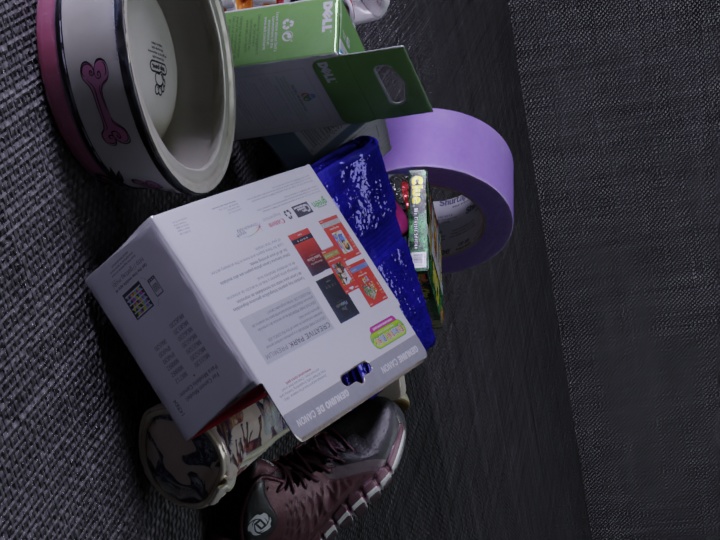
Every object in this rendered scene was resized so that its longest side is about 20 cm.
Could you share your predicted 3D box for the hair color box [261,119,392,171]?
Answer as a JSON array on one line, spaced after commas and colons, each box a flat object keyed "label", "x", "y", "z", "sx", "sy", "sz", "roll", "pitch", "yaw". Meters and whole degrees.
[{"label": "hair color box", "x": -0.028, "y": -0.121, "z": 1.250, "sx": 0.061, "sy": 0.099, "sz": 0.200, "roll": 50, "pitch": 0, "yaw": 7}]

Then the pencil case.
[{"label": "pencil case", "x": -0.089, "y": 0.108, "z": 1.007, "sx": 0.200, "sy": 0.089, "sz": 0.079, "roll": -35, "pitch": 150, "yaw": -63}]

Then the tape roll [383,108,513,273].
[{"label": "tape roll", "x": 0.076, "y": -0.087, "z": 1.526, "sx": 0.201, "sy": 0.197, "sz": 0.086, "roll": 64, "pitch": 24, "yaw": -51}]

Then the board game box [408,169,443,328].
[{"label": "board game box", "x": 0.068, "y": -0.017, "z": 1.380, "sx": 0.200, "sy": 0.023, "sz": 0.106, "roll": 67, "pitch": 24, "yaw": -71}]

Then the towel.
[{"label": "towel", "x": 0.000, "y": 0.000, "z": 1.121, "sx": 0.147, "sy": 0.049, "sz": 0.202, "roll": -34, "pitch": 113, "yaw": -46}]

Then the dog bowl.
[{"label": "dog bowl", "x": -0.155, "y": -0.148, "z": 0.935, "sx": 0.200, "sy": 0.073, "sz": 0.203, "roll": -6, "pitch": 90, "yaw": -76}]

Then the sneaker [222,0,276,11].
[{"label": "sneaker", "x": -0.119, "y": -0.308, "z": 1.154, "sx": 0.077, "sy": 0.077, "sz": 0.203, "roll": -94, "pitch": 176, "yaw": -69}]

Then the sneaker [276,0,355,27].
[{"label": "sneaker", "x": -0.038, "y": -0.220, "z": 1.225, "sx": 0.201, "sy": 0.070, "sz": 0.113, "roll": 71, "pitch": 3, "yaw": -47}]

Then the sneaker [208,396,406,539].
[{"label": "sneaker", "x": -0.047, "y": 0.163, "z": 1.083, "sx": 0.201, "sy": 0.075, "sz": 0.116, "roll": -51, "pitch": 134, "yaw": -17}]

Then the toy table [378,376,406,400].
[{"label": "toy table", "x": -0.025, "y": 0.032, "z": 1.266, "sx": 0.200, "sy": 0.115, "sz": 0.186, "roll": -57, "pitch": 138, "yaw": -66}]

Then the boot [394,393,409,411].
[{"label": "boot", "x": 0.005, "y": 0.074, "z": 1.393, "sx": 0.200, "sy": 0.071, "sz": 0.157, "roll": 123, "pitch": -39, "yaw": -84}]

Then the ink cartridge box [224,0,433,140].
[{"label": "ink cartridge box", "x": -0.047, "y": -0.166, "z": 1.098, "sx": 0.104, "sy": 0.197, "sz": 0.060, "roll": 57, "pitch": 31, "yaw": -60}]

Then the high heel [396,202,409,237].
[{"label": "high heel", "x": -0.006, "y": -0.094, "z": 1.366, "sx": 0.200, "sy": 0.067, "sz": 0.097, "roll": 34, "pitch": -46, "yaw": 58}]

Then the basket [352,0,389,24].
[{"label": "basket", "x": -0.056, "y": -0.343, "z": 1.274, "sx": 0.201, "sy": 0.134, "sz": 0.124, "roll": 69, "pitch": 17, "yaw": -44}]

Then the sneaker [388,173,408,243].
[{"label": "sneaker", "x": 0.018, "y": -0.030, "z": 1.472, "sx": 0.201, "sy": 0.094, "sz": 0.080, "roll": 88, "pitch": 8, "yaw": -53}]

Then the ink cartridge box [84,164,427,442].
[{"label": "ink cartridge box", "x": -0.065, "y": 0.035, "z": 0.949, "sx": 0.177, "sy": 0.084, "sz": 0.199, "roll": 56, "pitch": 32, "yaw": 6}]
